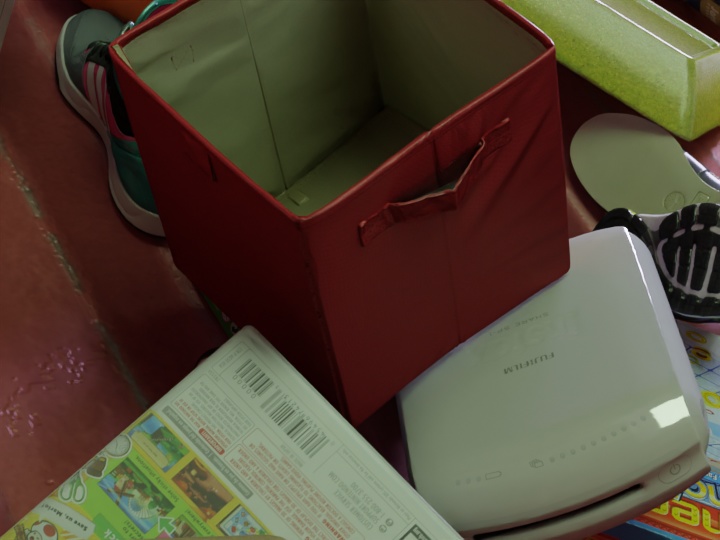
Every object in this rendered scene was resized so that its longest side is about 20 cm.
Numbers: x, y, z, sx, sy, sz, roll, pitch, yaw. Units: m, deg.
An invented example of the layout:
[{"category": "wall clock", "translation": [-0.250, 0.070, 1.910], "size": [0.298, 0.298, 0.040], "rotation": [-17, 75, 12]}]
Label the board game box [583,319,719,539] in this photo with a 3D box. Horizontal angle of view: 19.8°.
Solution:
[{"category": "board game box", "translation": [0.192, 0.115, 1.238], "size": [0.199, 0.056, 0.196], "rotation": [20, 38, -7]}]

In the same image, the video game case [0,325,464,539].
[{"category": "video game case", "translation": [-0.051, 0.153, 1.011], "size": [0.200, 0.023, 0.182], "rotation": [45, 65, 9]}]

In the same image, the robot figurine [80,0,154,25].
[{"category": "robot figurine", "translation": [-0.136, -0.215, 1.392], "size": [0.199, 0.144, 0.117], "rotation": [31, 50, 14]}]

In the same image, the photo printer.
[{"category": "photo printer", "translation": [0.101, 0.071, 1.139], "size": [0.166, 0.070, 0.200], "rotation": [-20, 33, 8]}]

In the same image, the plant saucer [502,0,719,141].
[{"category": "plant saucer", "translation": [0.190, -0.177, 1.531], "size": [0.200, 0.048, 0.200], "rotation": [34, 19, 11]}]

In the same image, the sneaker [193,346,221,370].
[{"category": "sneaker", "translation": [-0.064, 0.115, 1.085], "size": [0.080, 0.074, 0.201], "rotation": [2, 43, -24]}]

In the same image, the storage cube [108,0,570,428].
[{"category": "storage cube", "translation": [-0.006, -0.057, 1.118], "size": [0.171, 0.180, 0.200], "rotation": [-35, 54, -19]}]

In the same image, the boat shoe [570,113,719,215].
[{"category": "boat shoe", "translation": [0.228, -0.042, 1.436], "size": [0.200, 0.071, 0.063], "rotation": [36, 0, 35]}]

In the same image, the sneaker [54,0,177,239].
[{"category": "sneaker", "translation": [-0.134, -0.129, 1.292], "size": [0.083, 0.121, 0.200], "rotation": [-1, 44, -30]}]

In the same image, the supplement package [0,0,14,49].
[{"category": "supplement package", "translation": [-0.295, -0.220, 1.246], "size": [0.150, 0.201, 0.152], "rotation": [-5, 47, -32]}]

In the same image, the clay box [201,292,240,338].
[{"category": "clay box", "translation": [0.000, 0.000, 1.274], "size": [0.199, 0.048, 0.115], "rotation": [-9, 49, -34]}]

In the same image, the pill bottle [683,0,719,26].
[{"category": "pill bottle", "translation": [0.307, -0.260, 1.692], "size": [0.200, 0.112, 0.112], "rotation": [39, 40, 18]}]

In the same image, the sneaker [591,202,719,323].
[{"category": "sneaker", "translation": [0.220, 0.000, 1.315], "size": [0.081, 0.074, 0.200], "rotation": [19, -1, -24]}]

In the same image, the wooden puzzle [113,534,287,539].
[{"category": "wooden puzzle", "translation": [-0.110, 0.218, 0.928], "size": [0.184, 0.046, 0.201], "rotation": [1, 61, -18]}]
